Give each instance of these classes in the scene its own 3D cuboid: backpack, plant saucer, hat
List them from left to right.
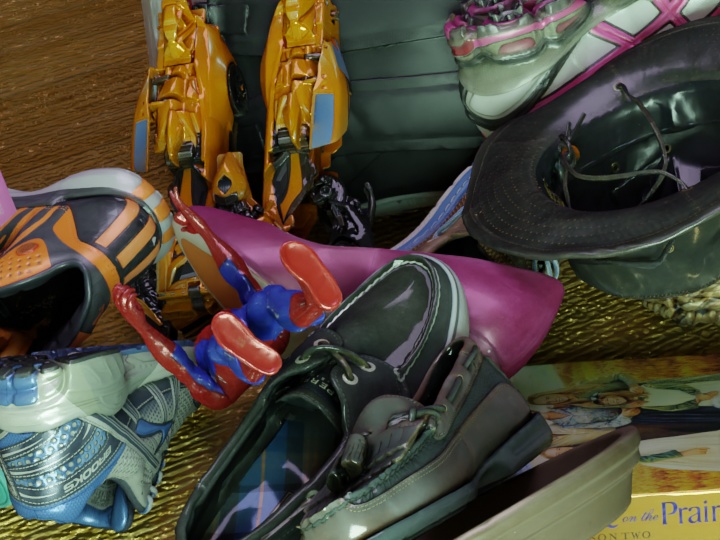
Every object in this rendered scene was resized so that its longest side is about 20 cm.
[{"bbox_3d":[0.028,-0.121,1.548,0.199,0.179,0.150,-6,5,24],"label":"backpack"},{"bbox_3d":[0.028,0.120,1.097,0.199,0.030,0.200,-28,-1,-1],"label":"plant saucer"},{"bbox_3d":[0.151,-0.038,1.319,0.199,0.081,0.201,-21,27,11],"label":"hat"}]

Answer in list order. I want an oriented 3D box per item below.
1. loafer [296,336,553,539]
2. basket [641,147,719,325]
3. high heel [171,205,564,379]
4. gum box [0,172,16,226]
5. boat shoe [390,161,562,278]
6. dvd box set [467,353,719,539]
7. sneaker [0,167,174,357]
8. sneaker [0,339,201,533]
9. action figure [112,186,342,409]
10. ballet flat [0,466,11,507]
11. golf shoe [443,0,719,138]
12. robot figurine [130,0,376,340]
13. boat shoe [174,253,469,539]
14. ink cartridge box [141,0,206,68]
[{"bbox_3d":[0.017,0.076,1.129,0.072,0.063,0.200,-31,-3,24],"label":"loafer"},{"bbox_3d":[0.199,-0.077,1.461,0.141,0.150,0.200,-3,25,6],"label":"basket"},{"bbox_3d":[0.000,0.000,1.311,0.096,0.068,0.199,-42,46,-22],"label":"high heel"},{"bbox_3d":[-0.257,-0.028,1.316,0.066,0.114,0.200,4,37,34],"label":"gum box"},{"bbox_3d":[0.064,-0.001,1.384,0.200,0.073,0.072,-39,23,-21],"label":"boat shoe"},{"bbox_3d":[0.100,0.083,1.267,0.198,0.030,0.147,-4,22,5],"label":"dvd box set"},{"bbox_3d":[-0.194,0.010,1.401,0.199,0.078,0.112,-19,23,40],"label":"sneaker"},{"bbox_3d":[-0.124,0.078,1.280,0.076,0.086,0.200,-4,1,17],"label":"sneaker"},{"bbox_3d":[-0.068,0.009,1.220,0.065,0.099,0.200,-44,-2,-13],"label":"action figure"},{"bbox_3d":[-0.223,0.059,1.330,0.199,0.073,0.072,12,29,36],"label":"ballet flat"},{"bbox_3d":[0.147,-0.121,1.450,0.199,0.093,0.073,-17,21,1],"label":"golf shoe"},{"bbox_3d":[-0.064,-0.050,1.445,0.144,0.058,0.201,-8,64,18],"label":"robot figurine"},{"bbox_3d":[-0.015,0.065,1.200,0.068,0.057,0.201,20,62,26],"label":"boat shoe"},{"bbox_3d":[-0.033,-0.155,1.679,0.198,0.146,0.084,-10,19,-10],"label":"ink cartridge box"}]
